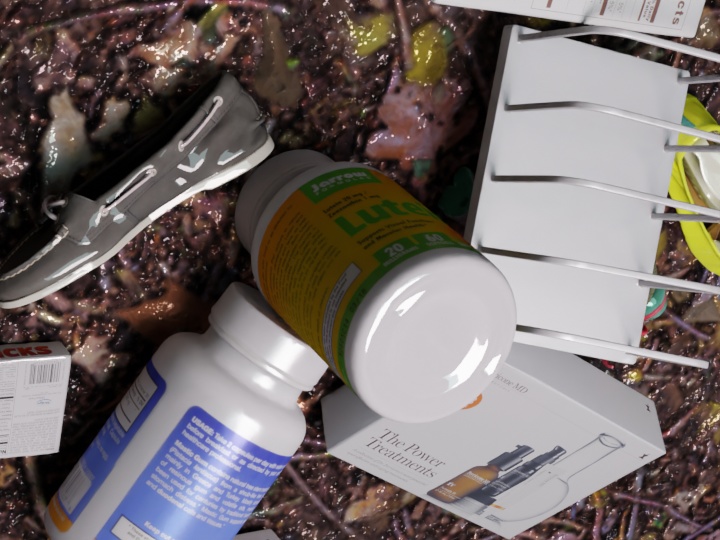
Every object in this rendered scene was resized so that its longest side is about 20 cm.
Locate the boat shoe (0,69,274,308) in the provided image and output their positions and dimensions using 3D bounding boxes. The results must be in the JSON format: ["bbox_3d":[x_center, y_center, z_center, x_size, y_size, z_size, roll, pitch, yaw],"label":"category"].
[{"bbox_3d":[-0.146,-0.051,1.172,0.200,0.067,0.057,-34,112,-16],"label":"boat shoe"}]

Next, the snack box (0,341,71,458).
[{"bbox_3d":[-0.278,0.085,1.189,0.200,0.024,0.072,-3,118,-30],"label":"snack box"}]

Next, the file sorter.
[{"bbox_3d":[0.159,-0.044,1.224,0.138,0.124,0.201,11,89,-23],"label":"file sorter"}]

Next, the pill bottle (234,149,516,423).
[{"bbox_3d":[0.000,0.000,1.194,0.111,0.200,0.111,-14,122,-24],"label":"pill bottle"}]

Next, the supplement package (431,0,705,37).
[{"bbox_3d":[0.114,-0.223,1.191,0.200,0.117,0.118,3,112,-32],"label":"supplement package"}]

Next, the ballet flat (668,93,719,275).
[{"bbox_3d":[0.264,-0.049,1.409,0.067,0.067,0.200,-42,129,-5],"label":"ballet flat"}]

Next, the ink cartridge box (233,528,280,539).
[{"bbox_3d":[-0.141,0.275,1.337,0.200,0.084,0.145,-8,119,-26],"label":"ink cartridge box"}]

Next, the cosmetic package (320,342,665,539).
[{"bbox_3d":[0.095,0.110,1.365,0.151,0.052,0.200,-36,134,29],"label":"cosmetic package"}]

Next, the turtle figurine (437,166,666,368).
[{"bbox_3d":[0.155,-0.018,1.347,0.200,0.101,0.150,40,86,-31],"label":"turtle figurine"}]

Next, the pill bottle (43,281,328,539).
[{"bbox_3d":[-0.105,0.111,1.250,0.112,0.112,0.200,31,98,-38],"label":"pill bottle"}]
